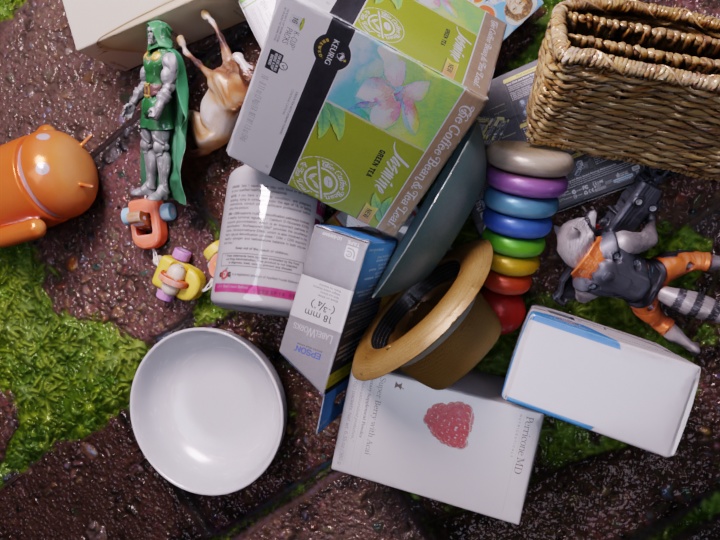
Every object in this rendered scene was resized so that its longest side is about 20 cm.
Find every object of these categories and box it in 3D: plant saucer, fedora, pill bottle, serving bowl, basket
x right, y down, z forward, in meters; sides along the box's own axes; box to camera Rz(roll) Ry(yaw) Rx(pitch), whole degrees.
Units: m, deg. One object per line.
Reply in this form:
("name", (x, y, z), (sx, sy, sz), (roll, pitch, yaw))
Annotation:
("plant saucer", (0.077, -0.050, 0.687), (0.039, 0.201, 0.201), (31, 100, 0))
("fedora", (0.078, 0.057, 0.687), (0.201, 0.201, 0.082), (-42, 99, 13))
("pill bottle", (-0.098, -0.053, 0.788), (0.113, 0.113, 0.200), (5, 82, 14))
("serving bowl", (-0.176, 0.166, 0.854), (0.200, 0.066, 0.201), (1, 92, 15))
("basket", (0.262, -0.187, 0.618), (0.200, 0.149, 0.143), (13, 73, 7))

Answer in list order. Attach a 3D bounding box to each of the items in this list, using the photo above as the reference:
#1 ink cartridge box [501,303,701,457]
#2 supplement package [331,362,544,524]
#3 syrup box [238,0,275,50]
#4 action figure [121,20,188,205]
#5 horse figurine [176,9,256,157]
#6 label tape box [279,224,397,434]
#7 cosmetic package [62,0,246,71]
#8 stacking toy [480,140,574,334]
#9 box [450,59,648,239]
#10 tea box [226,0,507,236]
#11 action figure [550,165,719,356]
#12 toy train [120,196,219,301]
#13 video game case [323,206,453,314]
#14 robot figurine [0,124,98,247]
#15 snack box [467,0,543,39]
("ink cartridge box", (0.222, 0.095, 0.677), (0.146, 0.200, 0.086), (18, 96, 13))
("supplement package", (0.088, 0.169, 0.757), (0.200, 0.120, 0.122), (12, 96, 14))
("syrup box", (-0.024, -0.309, 0.785), (0.200, 0.079, 0.082), (-27, 85, 14))
("action figure", (-0.235, -0.183, 0.807), (0.118, 0.055, 0.200), (17, 107, 43))
("horse figurine", (-0.179, -0.199, 0.817), (0.133, 0.050, 0.200), (52, 133, 13))
("label tape box", (-0.027, 0.055, 0.750), (0.063, 0.144, 0.200), (18, 97, 13))
("cosmetic package", (-0.232, -0.315, 0.827), (0.200, 0.104, 0.073), (-18, 87, 16))
("stacking toy", (0.155, -0.026, 0.712), (0.085, 0.085, 0.200), (12, 111, 14))
("box", (0.197, -0.140, 0.751), (0.200, 0.049, 0.161), (-21, 90, 15))
("tea box", (0.002, -0.173, 0.675), (0.196, 0.134, 0.200), (25, 140, -7))
("action figure", (0.289, -0.016, 0.693), (0.193, 0.105, 0.200), (19, 117, -4))
("toy train", (-0.209, -0.035, 0.859), (0.200, 0.056, 0.151), (-1, 93, 15))
("video game case", (0.000, 0.000, 0.825), (0.200, 0.017, 0.143), (-41, 83, 13))
("robot figurine", (-0.418, -0.107, 0.879), (0.200, 0.144, 0.117), (-17, 111, 15))
("snack box", (0.077, -0.256, 0.739), (0.116, 0.037, 0.200), (39, 115, -24))
